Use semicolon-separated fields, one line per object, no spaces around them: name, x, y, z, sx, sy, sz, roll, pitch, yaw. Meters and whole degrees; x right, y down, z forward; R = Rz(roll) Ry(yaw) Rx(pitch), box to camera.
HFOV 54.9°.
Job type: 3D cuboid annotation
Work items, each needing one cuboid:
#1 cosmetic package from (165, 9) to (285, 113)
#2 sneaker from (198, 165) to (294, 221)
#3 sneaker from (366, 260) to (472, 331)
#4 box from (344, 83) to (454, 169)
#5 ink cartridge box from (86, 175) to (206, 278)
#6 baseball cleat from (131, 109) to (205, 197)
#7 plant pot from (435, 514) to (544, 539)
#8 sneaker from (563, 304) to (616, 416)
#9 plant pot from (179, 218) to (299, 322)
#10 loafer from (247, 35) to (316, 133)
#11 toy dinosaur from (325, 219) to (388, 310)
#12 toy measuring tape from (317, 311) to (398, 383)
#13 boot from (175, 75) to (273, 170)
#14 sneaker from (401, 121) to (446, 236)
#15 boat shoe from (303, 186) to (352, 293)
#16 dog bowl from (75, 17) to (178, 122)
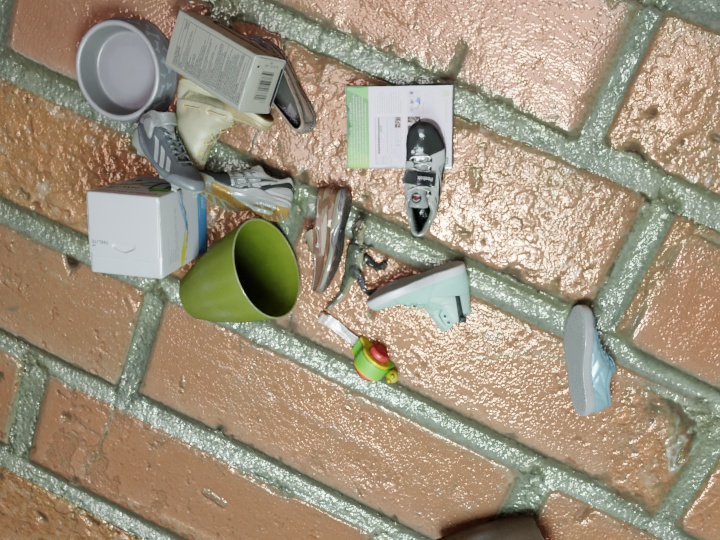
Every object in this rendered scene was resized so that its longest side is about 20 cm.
cosmetic package;-0.239;-0.365;1.216;0.198;0.087;0.105;36;115;23
sneaker;-0.218;-0.160;1.313;0.195;0.076;0.089;18;66;3
sneaker;0.115;0.070;1.289;0.195;0.074;0.121;-17;103;1
box;0.070;-0.258;1.245;0.194;0.036;0.149;2;105;10
ink cartridge box;-0.394;-0.087;1.301;0.142;0.200;0.150;5;106;10
baseball cleat;-0.345;-0.223;1.253;0.198;0.069;0.108;37;115;22
plant pot;0.276;0.574;1.368;0.197;0.187;0.190;-31;98;3
sneaker;0.427;0.160;1.276;0.080;0.074;0.206;-7;100;-17
plant pot;-0.248;0.022;1.328;0.196;0.187;0.191;-18;101;31
loafer;-0.151;-0.338;1.253;0.071;0.063;0.202;-33;96;17
toy dinosaur;0.000;0.000;1.327;0.086;0.047;0.204;22;113;9
toy measuring tape;-0.007;0.157;1.355;0.198;0.074;0.074;38;109;-1
boot;-0.267;-0.257;1.295;0.196;0.073;0.159;24;108;6
sneaker;0.110;-0.153;1.207;0.072;0.089;0.204;2;122;12
boat shoe;-0.069;-0.060;1.312;0.070;0.076;0.206;14;99;11
dog bowl;-0.447;-0.377;1.308;0.194;0.059;0.206;3;105;11
